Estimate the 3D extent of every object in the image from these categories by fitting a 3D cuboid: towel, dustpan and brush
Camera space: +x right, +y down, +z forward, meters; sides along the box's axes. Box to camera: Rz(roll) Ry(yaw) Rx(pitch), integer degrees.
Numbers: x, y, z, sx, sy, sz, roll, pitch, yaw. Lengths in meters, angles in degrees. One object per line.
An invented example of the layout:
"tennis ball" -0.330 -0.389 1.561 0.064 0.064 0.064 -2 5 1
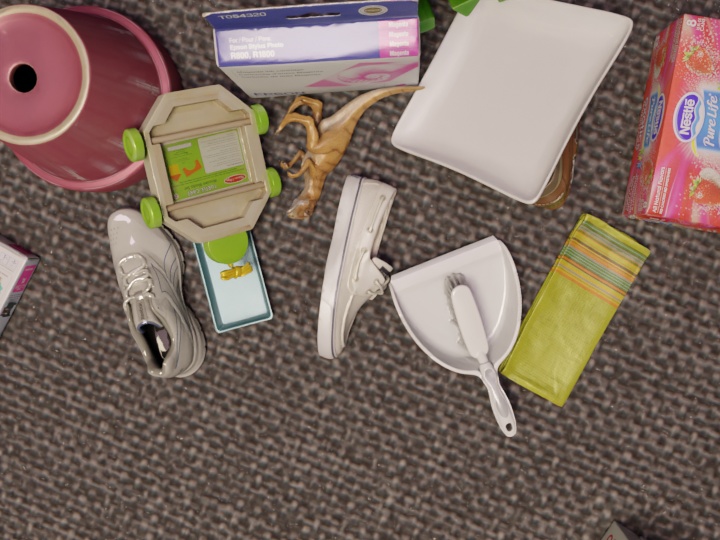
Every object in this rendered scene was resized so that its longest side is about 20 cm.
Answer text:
"towel" 0.235 0.044 0.837 0.085 0.018 0.202 28 95 3
"dustpan and brush" 0.127 0.081 0.822 0.138 0.057 0.203 -21 99 -3

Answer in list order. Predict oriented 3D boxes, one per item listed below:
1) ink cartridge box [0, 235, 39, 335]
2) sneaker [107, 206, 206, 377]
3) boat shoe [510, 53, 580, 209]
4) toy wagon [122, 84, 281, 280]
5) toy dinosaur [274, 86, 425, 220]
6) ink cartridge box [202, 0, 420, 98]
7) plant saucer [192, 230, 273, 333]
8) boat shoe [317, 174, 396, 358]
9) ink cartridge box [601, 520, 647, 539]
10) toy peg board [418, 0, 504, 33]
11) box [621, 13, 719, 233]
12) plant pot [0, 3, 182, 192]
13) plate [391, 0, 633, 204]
"ink cartridge box" -0.471 0.044 0.876 0.118 0.042 0.202 29 92 2
"sneaker" -0.229 0.024 0.834 0.074 0.087 0.202 -23 90 7
"boat shoe" 0.197 -0.164 0.807 0.071 0.068 0.203 0 75 38
"toy wagon" -0.160 -0.089 0.804 0.154 0.039 0.203 -19 104 -32
"toy dinosaur" -0.032 -0.152 0.834 0.106 0.061 0.201 33 105 -12
"ink cartridge box" -0.037 -0.213 0.752 0.193 0.200 0.044 -2 93 5
"plant saucer" -0.156 -0.035 0.860 0.069 0.019 0.203 -14 93 4
"boat shoe" 0.000 0.000 0.828 0.069 0.071 0.203 11 87 6
"ink cartridge box" 0.287 0.402 0.788 0.144 0.145 0.201 32 95 2
"toy peg board" 0.105 -0.332 0.723 0.198 0.199 0.099 -21 76 2
"box" 0.346 -0.146 0.780 0.098 0.095 0.203 10 94 4
"plant pot" -0.302 -0.184 0.783 0.197 0.179 0.203 0 93 3
"plate" 0.151 -0.184 0.781 0.199 0.032 0.201 30 92 37
